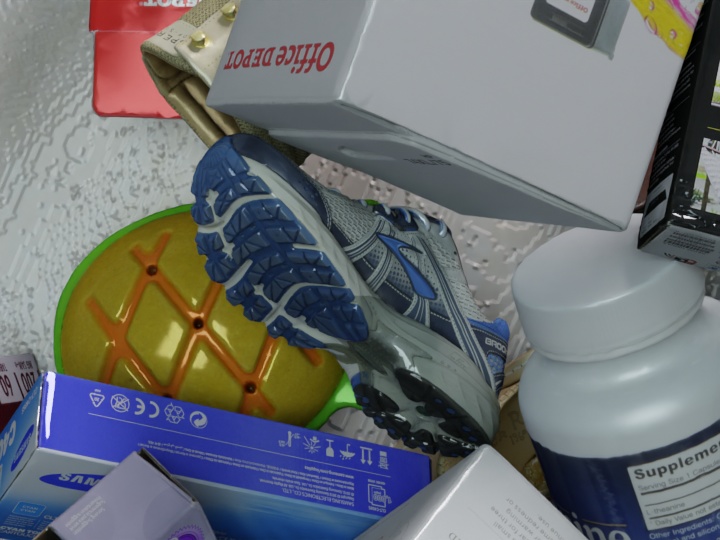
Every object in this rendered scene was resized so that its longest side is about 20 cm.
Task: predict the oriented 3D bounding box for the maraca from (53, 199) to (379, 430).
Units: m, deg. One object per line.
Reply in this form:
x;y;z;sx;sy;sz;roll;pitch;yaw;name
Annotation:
-0.056;0.030;0.862;0.199;0.107;0.138;-9;84;-1;maraca

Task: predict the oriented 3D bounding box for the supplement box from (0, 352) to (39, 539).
-0.182;0.147;0.879;0.061;0.109;0.200;-20;86;10;supplement box

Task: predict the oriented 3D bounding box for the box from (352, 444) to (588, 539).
0.005;0.195;0.707;0.106;0.152;0.200;44;52;-1;box

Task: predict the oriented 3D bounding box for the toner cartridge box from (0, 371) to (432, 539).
-0.073;0.108;0.819;0.200;0.095;0.043;15;52;-22;toner cartridge box

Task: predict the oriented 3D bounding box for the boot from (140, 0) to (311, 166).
-0.044;-0.152;0.801;0.155;0.073;0.200;-36;108;-19;boot

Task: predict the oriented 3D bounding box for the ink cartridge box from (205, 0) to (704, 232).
0.051;-0.136;0.726;0.146;0.147;0.200;22;86;-26;ink cartridge box

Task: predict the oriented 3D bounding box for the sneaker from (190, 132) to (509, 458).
0.000;0.000;0.802;0.077;0.085;0.200;-13;129;44;sneaker

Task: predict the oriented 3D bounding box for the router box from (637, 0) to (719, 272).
0.230;-0.058;0.714;0.199;0.051;0.150;15;77;-3;router box

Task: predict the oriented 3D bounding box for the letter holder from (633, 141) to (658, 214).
0.185;-0.114;0.823;0.200;0.101;0.142;-18;84;10;letter holder

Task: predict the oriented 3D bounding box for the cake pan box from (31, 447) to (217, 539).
-0.128;0.199;0.759;0.184;0.200;0.052;-41;51;-23;cake pan box

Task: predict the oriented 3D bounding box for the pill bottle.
0.137;0.080;0.783;0.111;0.111;0.200;-18;113;9;pill bottle

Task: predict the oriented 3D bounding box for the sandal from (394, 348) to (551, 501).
0.076;0.085;0.852;0.212;0.070;0.078;-41;82;7;sandal

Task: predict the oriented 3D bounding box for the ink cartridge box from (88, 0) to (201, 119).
-0.075;-0.175;0.886;0.116;0.067;0.201;3;89;9;ink cartridge box
